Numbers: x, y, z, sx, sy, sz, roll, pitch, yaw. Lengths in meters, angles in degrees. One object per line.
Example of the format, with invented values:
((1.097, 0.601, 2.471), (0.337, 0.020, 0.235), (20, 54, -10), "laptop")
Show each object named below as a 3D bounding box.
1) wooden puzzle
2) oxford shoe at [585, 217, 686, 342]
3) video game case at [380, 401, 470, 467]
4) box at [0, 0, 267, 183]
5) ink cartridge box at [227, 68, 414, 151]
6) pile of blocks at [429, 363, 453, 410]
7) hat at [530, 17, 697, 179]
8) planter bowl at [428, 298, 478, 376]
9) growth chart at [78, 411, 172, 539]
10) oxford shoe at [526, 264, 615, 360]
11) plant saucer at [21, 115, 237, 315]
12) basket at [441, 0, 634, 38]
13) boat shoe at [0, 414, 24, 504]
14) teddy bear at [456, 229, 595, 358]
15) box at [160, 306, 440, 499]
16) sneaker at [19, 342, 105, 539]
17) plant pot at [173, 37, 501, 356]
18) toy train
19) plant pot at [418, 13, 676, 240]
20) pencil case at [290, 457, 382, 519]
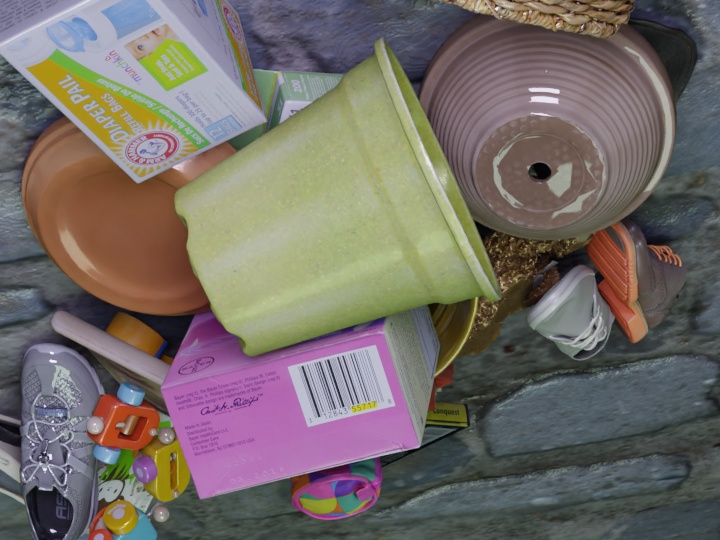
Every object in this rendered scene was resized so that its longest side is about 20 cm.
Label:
((-0.152, 0.098, 1.822), (0.046, 0.184, 0.200), (-59, 151, -11), "wooden puzzle")
((0.253, -0.007, 1.912), (0.073, 0.071, 0.200), (-33, 156, -5), "oxford shoe")
((-0.023, 0.160, 2.036), (0.180, 0.026, 0.200), (7, 157, -33), "video game case")
((-0.160, -0.162, 1.426), (0.112, 0.102, 0.200), (-25, 148, 13), "box")
((-0.072, -0.084, 1.594), (0.199, 0.048, 0.146), (2, 130, -18), "ink cartridge box")
((0.050, 0.086, 1.894), (0.062, 0.083, 0.200), (-6, -170, 6), "pile of blocks")
((0.185, -0.112, 1.683), (0.199, 0.081, 0.201), (-11, 148, -7), "hat")
((0.000, 0.000, 1.739), (0.199, 0.084, 0.202), (2, 111, 5), "planter bowl")
((-0.221, 0.201, 1.976), (0.144, 0.018, 0.201), (-14, 137, -51), "growth chart")
((0.195, 0.042, 1.901), (0.075, 0.058, 0.200), (-41, 165, 2), "oxford shoe")
((-0.165, -0.037, 1.600), (0.199, 0.038, 0.201), (8, 133, 8), "plant saucer")
((0.091, -0.211, 1.423), (0.199, 0.143, 0.149), (7, 141, -33), "basket")
((-0.299, 0.173, 1.937), (0.199, 0.072, 0.062), (24, 129, -41), "boat shoe")
((0.126, -0.006, 1.852), (0.144, 0.067, 0.200), (-17, 153, -34), "teddy bear")
((-0.041, 0.072, 1.618), (0.175, 0.200, 0.097), (-14, 108, 12), "box")
((-0.263, 0.160, 1.849), (0.074, 0.082, 0.201), (0, 115, 8), "sneaker")
((-0.024, -0.034, 1.488), (0.183, 0.201, 0.201), (-24, 148, 6), "plant pot")
((-0.217, 0.186, 1.848), (0.150, 0.055, 0.201), (6, 110, -51), "toy train")
((0.137, -0.095, 1.591), (0.199, 0.093, 0.202), (4, 124, 6), "plant pot")
((-0.027, 0.115, 1.847), (0.088, 0.201, 0.089), (-4, 150, -2), "pencil case")
